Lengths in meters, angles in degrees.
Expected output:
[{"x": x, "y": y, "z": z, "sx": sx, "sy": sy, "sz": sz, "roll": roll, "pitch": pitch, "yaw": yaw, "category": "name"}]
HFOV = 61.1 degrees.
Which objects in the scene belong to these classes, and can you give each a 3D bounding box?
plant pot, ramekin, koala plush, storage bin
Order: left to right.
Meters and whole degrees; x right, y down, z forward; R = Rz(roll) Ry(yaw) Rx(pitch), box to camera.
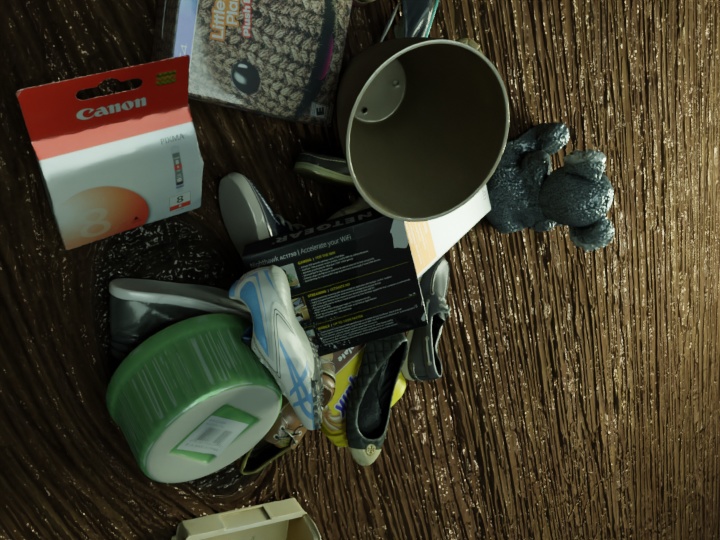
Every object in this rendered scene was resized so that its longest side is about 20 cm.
[{"x": -0.188, "y": 0.158, "z": 0.726, "sx": 0.197, "sy": 0.098, "sz": 0.202, "roll": -27, "pitch": 146, "yaw": -19, "category": "ramekin"}, {"x": -0.171, "y": 0.456, "z": 0.883, "sx": 0.196, "sy": 0.093, "sz": 0.204, "roll": 1, "pitch": 104, "yaw": -33, "category": "storage bin"}, {"x": 0.045, "y": -0.188, "z": 0.710, "sx": 0.182, "sy": 0.201, "sz": 0.192, "roll": -9, "pitch": 123, "yaw": -14, "category": "plant pot"}, {"x": 0.309, "y": -0.120, "z": 0.959, "sx": 0.181, "sy": 0.199, "sz": 0.182, "roll": -25, "pitch": 117, "yaw": -24, "category": "koala plush"}]

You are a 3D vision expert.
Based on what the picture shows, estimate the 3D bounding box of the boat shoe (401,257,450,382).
[{"x": 0.118, "y": 0.073, "z": 0.946, "sx": 0.072, "sy": 0.062, "sz": 0.205, "roll": 34, "pitch": 64, "yaw": -46, "category": "boat shoe"}]

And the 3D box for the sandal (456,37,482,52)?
[{"x": 0.155, "y": -0.250, "z": 0.913, "sx": 0.080, "sy": 0.054, "sz": 0.201, "roll": -41, "pitch": 137, "yaw": -10, "category": "sandal"}]

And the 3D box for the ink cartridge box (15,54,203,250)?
[{"x": -0.238, "y": -0.112, "z": 0.618, "sx": 0.159, "sy": 0.201, "sz": 0.051, "roll": -23, "pitch": 72, "yaw": -26, "category": "ink cartridge box"}]

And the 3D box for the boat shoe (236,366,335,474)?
[{"x": -0.097, "y": 0.204, "z": 0.806, "sx": 0.071, "sy": 0.069, "sz": 0.200, "roll": 28, "pitch": 125, "yaw": -25, "category": "boat shoe"}]

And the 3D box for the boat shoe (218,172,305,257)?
[{"x": -0.109, "y": -0.045, "z": 0.794, "sx": 0.092, "sy": 0.073, "sz": 0.204, "roll": -39, "pitch": 123, "yaw": -37, "category": "boat shoe"}]

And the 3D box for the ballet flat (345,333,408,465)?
[{"x": 0.021, "y": 0.175, "z": 0.840, "sx": 0.065, "sy": 0.056, "sz": 0.206, "roll": 5, "pitch": 100, "yaw": -31, "category": "ballet flat"}]

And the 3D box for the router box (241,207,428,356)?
[{"x": -0.028, "y": 0.018, "z": 0.738, "sx": 0.195, "sy": 0.051, "sz": 0.153, "roll": -15, "pitch": 111, "yaw": 0, "category": "router box"}]

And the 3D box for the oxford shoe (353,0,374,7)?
[{"x": 0.031, "y": -0.435, "z": 0.753, "sx": 0.069, "sy": 0.074, "sz": 0.206, "roll": 2, "pitch": 103, "yaw": -32, "category": "oxford shoe"}]

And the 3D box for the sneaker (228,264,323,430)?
[{"x": -0.090, "y": 0.093, "z": 0.695, "sx": 0.071, "sy": 0.072, "sz": 0.204, "roll": -16, "pitch": 107, "yaw": 7, "category": "sneaker"}]

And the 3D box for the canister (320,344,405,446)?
[{"x": -0.036, "y": 0.132, "z": 0.878, "sx": 0.148, "sy": 0.086, "sz": 0.202, "roll": -41, "pitch": 121, "yaw": -15, "category": "canister"}]

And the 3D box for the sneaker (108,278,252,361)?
[{"x": -0.216, "y": 0.074, "z": 0.755, "sx": 0.196, "sy": 0.070, "sz": 0.102, "roll": 10, "pitch": 103, "yaw": -31, "category": "sneaker"}]

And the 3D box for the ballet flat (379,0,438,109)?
[{"x": 0.054, "y": -0.281, "z": 0.829, "sx": 0.071, "sy": 0.073, "sz": 0.205, "roll": -1, "pitch": 111, "yaw": -33, "category": "ballet flat"}]

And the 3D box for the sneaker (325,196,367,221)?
[{"x": 0.000, "y": 0.000, "z": 0.880, "sx": 0.085, "sy": 0.074, "sz": 0.205, "roll": -22, "pitch": 108, "yaw": -16, "category": "sneaker"}]

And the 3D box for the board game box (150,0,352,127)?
[{"x": -0.123, "y": -0.264, "z": 0.690, "sx": 0.196, "sy": 0.096, "sz": 0.164, "roll": 3, "pitch": 103, "yaw": -34, "category": "board game box"}]

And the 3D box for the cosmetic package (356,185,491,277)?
[{"x": 0.091, "y": -0.080, "z": 0.838, "sx": 0.199, "sy": 0.070, "sz": 0.103, "roll": -41, "pitch": 125, "yaw": -31, "category": "cosmetic package"}]

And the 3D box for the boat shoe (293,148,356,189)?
[{"x": -0.004, "y": -0.144, "z": 0.828, "sx": 0.197, "sy": 0.071, "sz": 0.068, "roll": 5, "pitch": 96, "yaw": -40, "category": "boat shoe"}]
